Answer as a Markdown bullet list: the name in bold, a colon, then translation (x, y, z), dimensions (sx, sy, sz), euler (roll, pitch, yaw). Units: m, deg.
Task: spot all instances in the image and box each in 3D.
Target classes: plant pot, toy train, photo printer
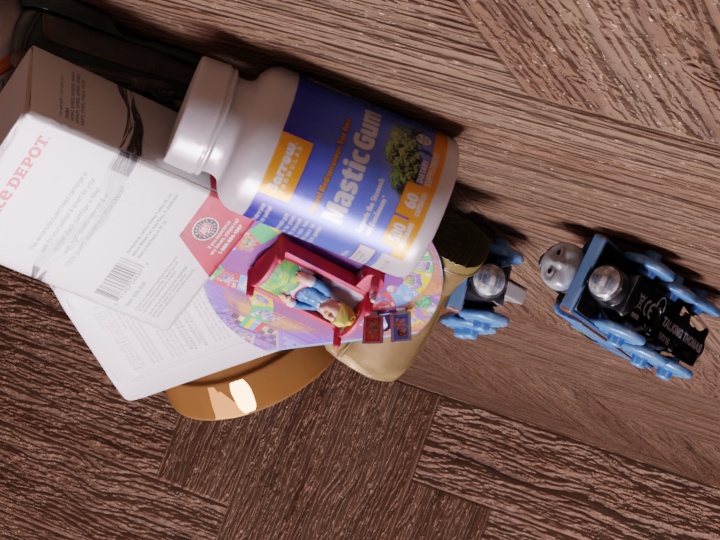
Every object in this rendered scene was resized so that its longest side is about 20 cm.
- **plant pot**: translation (-0.127, 0.032, 1.948), dimensions (0.199, 0.200, 0.141), euler (12, 135, 48)
- **toy train**: translation (0.077, 0.011, 1.810), dimensions (0.113, 0.087, 0.200), euler (14, 174, -5)
- **toy train**: translation (0.222, 0.029, 1.661), dimensions (0.114, 0.087, 0.200), euler (23, 176, 35)
- **photo printer**: translation (-0.144, 0.015, 1.679), dimensions (0.199, 0.070, 0.167), euler (-19, 131, 10)

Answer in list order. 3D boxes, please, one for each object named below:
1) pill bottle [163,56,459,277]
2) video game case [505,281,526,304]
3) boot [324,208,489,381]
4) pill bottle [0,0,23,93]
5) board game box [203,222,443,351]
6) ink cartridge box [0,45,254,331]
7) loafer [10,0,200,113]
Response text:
- **pill bottle**: translation (-0.038, -0.081, 1.439), dimensions (0.199, 0.113, 0.112), euler (21, 173, -10)
- **video game case**: translation (0.059, -0.010, 2.077), dimensions (0.199, 0.018, 0.143), euler (14, 171, 46)
- **boot**: translation (0.000, 0.000, 1.685), dimensions (0.175, 0.066, 0.200), euler (35, 142, -2)
- **pill bottle**: translation (-0.294, -0.114, 1.568), dimensions (0.109, 0.110, 0.201), euler (16, 136, 29)
- **board game box**: translation (-0.033, 0.017, 1.602), dimensions (0.198, 0.039, 0.159), euler (-7, 133, 9)
- **ink cartridge box**: translation (-0.198, -0.059, 1.499), dimensions (0.199, 0.144, 0.084), euler (23, -145, -27)
- **loafer**: translation (-0.177, -0.148, 1.518), dimensions (0.199, 0.063, 0.072), euler (24, 170, -24)
